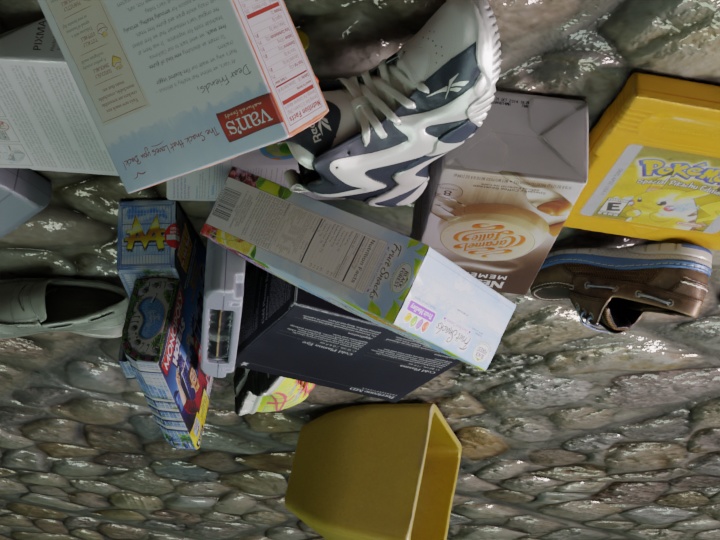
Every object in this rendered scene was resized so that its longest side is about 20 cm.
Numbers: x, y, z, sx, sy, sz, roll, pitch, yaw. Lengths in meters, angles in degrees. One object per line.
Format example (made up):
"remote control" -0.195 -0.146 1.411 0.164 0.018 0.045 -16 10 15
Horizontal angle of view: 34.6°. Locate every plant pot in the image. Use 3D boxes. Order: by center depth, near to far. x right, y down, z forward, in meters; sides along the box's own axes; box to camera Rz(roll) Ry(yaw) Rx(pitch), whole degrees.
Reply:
"plant pot" 0.012 0.293 1.592 0.199 0.196 0.194 5 156 20

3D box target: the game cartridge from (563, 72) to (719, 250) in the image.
"game cartridge" 0.266 -0.083 0.953 0.176 0.033 0.200 8 155 -8

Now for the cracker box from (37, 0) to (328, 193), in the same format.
"cracker box" -0.120 -0.160 0.692 0.134 0.058 0.201 -14 106 33

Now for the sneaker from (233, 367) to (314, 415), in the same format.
"sneaker" -0.092 0.122 1.388 0.090 0.079 0.200 3 161 -17

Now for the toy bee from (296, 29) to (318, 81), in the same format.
"toy bee" -0.085 -0.137 0.781 0.109 0.131 0.200 45 170 8

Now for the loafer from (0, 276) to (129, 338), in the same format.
"loafer" -0.343 0.034 1.244 0.199 0.070 0.070 1 150 -11

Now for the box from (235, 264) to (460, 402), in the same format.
"box" -0.007 0.042 1.162 0.199 0.105 0.182 16 151 -22

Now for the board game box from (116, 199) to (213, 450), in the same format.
"board game box" -0.191 0.037 1.128 0.061 0.201 0.200 -2 139 10

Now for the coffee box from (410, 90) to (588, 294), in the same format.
"coffee box" 0.109 -0.060 0.965 0.114 0.080 0.200 6 154 -2

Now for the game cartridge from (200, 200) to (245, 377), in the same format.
"game cartridge" -0.125 0.002 1.064 0.041 0.134 0.200 7 153 -6

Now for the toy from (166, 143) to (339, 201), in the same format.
"toy" -0.057 -0.102 0.944 0.199 0.047 0.115 2 151 -8

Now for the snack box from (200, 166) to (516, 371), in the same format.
"snack box" 0.000 0.000 0.921 0.200 0.068 0.169 22 176 34

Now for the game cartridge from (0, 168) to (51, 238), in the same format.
"game cartridge" -0.389 -0.086 1.038 0.200 0.042 0.133 24 152 -35

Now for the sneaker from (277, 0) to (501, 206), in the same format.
"sneaker" 0.007 -0.115 0.814 0.129 0.080 0.199 -7 155 -30

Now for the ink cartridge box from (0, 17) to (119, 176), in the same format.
"ink cartridge box" -0.245 -0.135 0.907 0.199 0.057 0.163 7 154 5

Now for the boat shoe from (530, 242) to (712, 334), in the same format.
"boat shoe" 0.234 0.019 1.091 0.072 0.073 0.200 19 163 -35
